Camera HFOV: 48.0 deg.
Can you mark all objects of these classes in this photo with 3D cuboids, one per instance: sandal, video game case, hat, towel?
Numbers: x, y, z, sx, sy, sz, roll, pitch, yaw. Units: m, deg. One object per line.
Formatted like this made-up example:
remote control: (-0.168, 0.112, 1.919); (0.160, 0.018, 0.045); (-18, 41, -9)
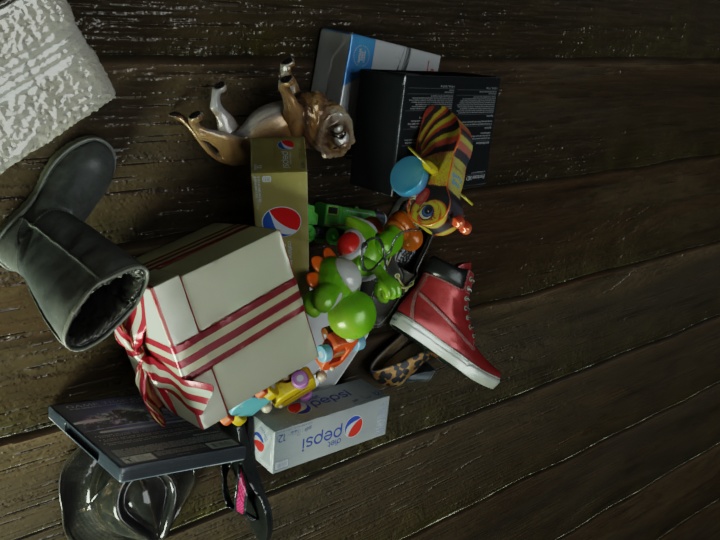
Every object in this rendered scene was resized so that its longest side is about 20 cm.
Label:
sandal: (-0.165, 0.277, 1.078); (0.045, 0.075, 0.203); (-26, 114, -33)
video game case: (-0.237, 0.176, 0.884); (0.142, 0.199, 0.019); (0, 100, -41)
hat: (-0.264, 0.276, 0.980); (0.199, 0.080, 0.204); (-17, 117, -37)
towel: (-0.344, -0.174, 0.776); (0.200, 0.034, 0.134); (-41, 130, -24)

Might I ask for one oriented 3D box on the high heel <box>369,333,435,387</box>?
high heel: (0.091, 0.086, 1.224); (0.142, 0.071, 0.202); (4, 112, -48)

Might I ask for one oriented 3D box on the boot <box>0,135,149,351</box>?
boot: (-0.264, -0.035, 0.782); (0.072, 0.199, 0.183); (41, 78, -42)

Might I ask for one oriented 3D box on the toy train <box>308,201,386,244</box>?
toy train: (-0.037, -0.063, 1.084); (0.198, 0.041, 0.057); (4, 93, -42)

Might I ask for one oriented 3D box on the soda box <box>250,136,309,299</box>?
soda box: (-0.093, -0.055, 0.953); (0.063, 0.068, 0.202); (-3, 134, -5)

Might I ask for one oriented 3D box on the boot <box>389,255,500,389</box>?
boot: (0.157, 0.073, 1.197); (0.199, 0.072, 0.145); (37, 81, -18)

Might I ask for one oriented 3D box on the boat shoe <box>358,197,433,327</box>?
boat shoe: (0.052, -0.008, 1.166); (0.071, 0.060, 0.204); (19, 92, -43)

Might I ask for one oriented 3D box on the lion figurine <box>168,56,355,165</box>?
lion figurine: (-0.109, -0.166, 0.941); (0.197, 0.073, 0.123); (-15, 135, 3)

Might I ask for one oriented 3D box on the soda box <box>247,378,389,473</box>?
soda box: (-0.056, 0.209, 1.108); (0.198, 0.068, 0.064); (-10, 114, -39)

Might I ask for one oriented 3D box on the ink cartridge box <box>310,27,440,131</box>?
ink cartridge box: (0.034, -0.238, 1.059); (0.198, 0.066, 0.118); (-1, 107, -41)

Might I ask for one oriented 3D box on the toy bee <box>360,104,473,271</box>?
toy bee: (0.092, -0.084, 0.926); (0.130, 0.108, 0.203); (-4, 109, -50)

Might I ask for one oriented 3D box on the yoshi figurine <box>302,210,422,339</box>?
yoshi figurine: (0.004, 0.014, 1.013); (0.200, 0.111, 0.113); (-47, 159, -44)

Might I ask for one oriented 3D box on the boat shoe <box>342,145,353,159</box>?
boat shoe: (0.048, -0.146, 1.101); (0.198, 0.075, 0.061); (0, 100, -40)

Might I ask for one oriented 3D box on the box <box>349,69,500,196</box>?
box: (0.084, -0.177, 1.019); (0.199, 0.078, 0.143); (-12, 112, -46)

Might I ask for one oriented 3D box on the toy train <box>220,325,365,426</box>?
toy train: (-0.096, 0.123, 1.022); (0.198, 0.056, 0.151); (-17, 152, -36)

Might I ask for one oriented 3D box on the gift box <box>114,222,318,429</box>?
gift box: (-0.173, 0.051, 0.887); (0.185, 0.199, 0.187); (-28, 106, -30)

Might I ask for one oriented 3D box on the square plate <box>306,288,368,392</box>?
square plate: (-0.099, 0.114, 1.101); (0.199, 0.028, 0.200); (-55, 133, -12)
